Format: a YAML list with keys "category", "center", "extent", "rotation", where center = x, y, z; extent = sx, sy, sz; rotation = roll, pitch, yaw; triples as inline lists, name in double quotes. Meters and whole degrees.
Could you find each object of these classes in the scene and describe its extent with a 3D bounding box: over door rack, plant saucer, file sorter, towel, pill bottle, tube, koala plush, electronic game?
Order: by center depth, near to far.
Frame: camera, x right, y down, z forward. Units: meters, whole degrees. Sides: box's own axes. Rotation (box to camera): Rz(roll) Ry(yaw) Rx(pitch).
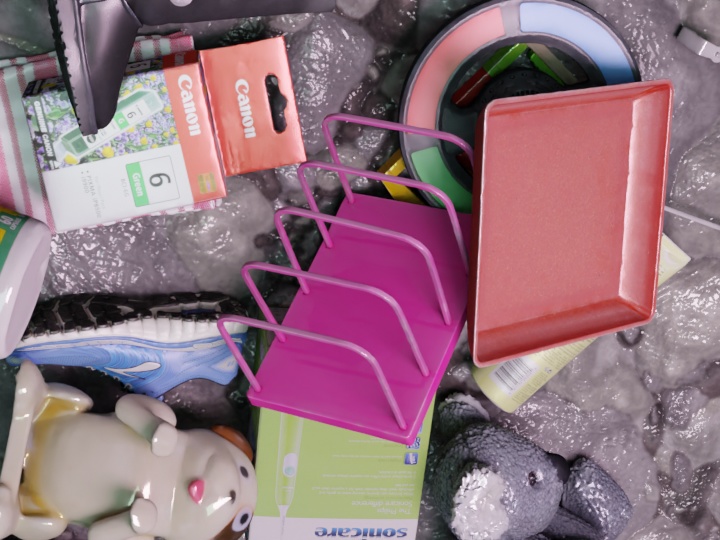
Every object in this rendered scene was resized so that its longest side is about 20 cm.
- category: "file sorter"
  center: [0.000, 0.000, 1.113]
  extent: [0.138, 0.201, 0.126]
  rotation: [12, 149, 25]
- category: "pill bottle"
  center: [-0.346, -0.015, 1.135]
  extent: [0.199, 0.113, 0.113]
  rotation: [18, 109, -2]
- category: "plant saucer"
  center: [0.153, -0.042, 1.142]
  extent: [0.199, 0.037, 0.201]
  rotation: [-12, 111, -37]
- category: "towel"
  center: [-0.216, -0.101, 1.170]
  extent: [0.199, 0.030, 0.147]
  rotation: [-10, 113, -4]
- category: "electronic game"
  center: [0.127, -0.120, 1.183]
  extent: [0.199, 0.042, 0.201]
  rotation: [-3, 113, -7]
- category: "over door rack"
  center: [0.322, -0.090, 1.235]
  extent: [0.199, 0.067, 0.148]
  rotation: [21, 107, -16]
- category: "tube"
  center: [0.181, 0.036, 1.260]
  extent: [0.200, 0.058, 0.052]
  rotation: [-45, 67, 16]
- category: "koala plush"
  center: [0.125, 0.213, 1.281]
  extent: [0.183, 0.178, 0.200]
  rotation: [-24, 118, 13]

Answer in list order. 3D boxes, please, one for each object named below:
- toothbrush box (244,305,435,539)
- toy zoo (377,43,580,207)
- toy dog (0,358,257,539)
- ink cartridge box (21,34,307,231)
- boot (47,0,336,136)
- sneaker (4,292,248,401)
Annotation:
- category: "toothbrush box"
  center: [-0.020, 0.139, 1.270]
  extent: [0.145, 0.086, 0.201]
  rotation: [2, 112, -9]
- category: "toy zoo"
  center: [0.107, -0.085, 1.229]
  extent: [0.200, 0.020, 0.131]
  rotation: [-44, 112, 10]
- category: "toy dog"
  center: [-0.182, 0.173, 1.198]
  extent: [0.199, 0.194, 0.140]
  rotation: [11, 68, -4]
- category: "ink cartridge box"
  center: [-0.145, -0.105, 1.137]
  extent: [0.199, 0.050, 0.109]
  rotation: [-11, 111, -2]
- category: "boot"
  center: [-0.115, -0.182, 1.052]
  extent: [0.199, 0.066, 0.165]
  rotation: [-15, 136, -14]
- category: "sneaker"
  center: [-0.191, 0.071, 1.221]
  extent: [0.199, 0.079, 0.090]
  rotation: [1, 110, -9]
